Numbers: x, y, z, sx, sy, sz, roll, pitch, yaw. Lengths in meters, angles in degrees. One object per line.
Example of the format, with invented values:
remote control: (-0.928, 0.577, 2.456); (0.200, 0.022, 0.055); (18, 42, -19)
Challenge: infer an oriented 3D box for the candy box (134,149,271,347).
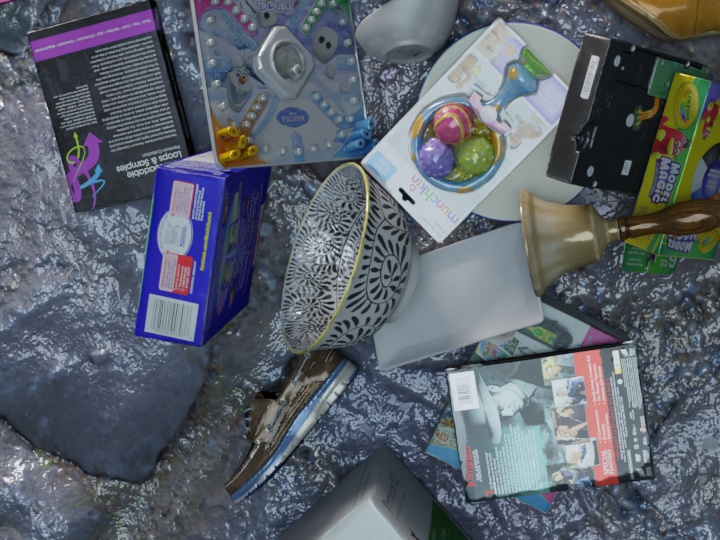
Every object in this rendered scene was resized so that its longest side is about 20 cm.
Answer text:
candy box: (-0.156, -0.029, 1.356); (0.076, 0.200, 0.171); (12, 101, 8)

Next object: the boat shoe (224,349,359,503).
boat shoe: (-0.089, 0.161, 1.452); (0.072, 0.072, 0.200); (40, 92, 4)

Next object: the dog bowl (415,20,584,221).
dog bowl: (0.154, -0.152, 1.360); (0.198, 0.079, 0.202); (1, 100, 7)

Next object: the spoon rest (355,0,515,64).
spoon rest: (0.072, -0.254, 1.304); (0.099, 0.199, 0.061); (4, 76, -35)

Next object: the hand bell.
hand bell: (0.257, -0.042, 1.269); (0.198, 0.104, 0.105); (-10, 98, 12)

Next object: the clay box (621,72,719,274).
clay box: (0.330, -0.088, 1.331); (0.047, 0.114, 0.202); (23, 104, 41)

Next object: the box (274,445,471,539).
box: (0.003, 0.328, 1.397); (0.200, 0.199, 0.171); (-43, 92, 10)

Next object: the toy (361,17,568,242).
toy: (0.105, -0.134, 1.305); (0.115, 0.047, 0.200); (45, 101, 0)

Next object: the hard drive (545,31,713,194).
hard drive: (0.265, -0.147, 1.299); (0.038, 0.199, 0.141); (24, 105, 41)

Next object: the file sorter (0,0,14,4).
file sorter: (-0.387, -0.381, 1.364); (0.137, 0.125, 0.202); (-11, 98, 8)

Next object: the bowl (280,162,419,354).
bowl: (0.000, 0.000, 1.368); (0.093, 0.201, 0.202); (18, 102, -21)

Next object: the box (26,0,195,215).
box: (-0.262, -0.173, 1.430); (0.141, 0.036, 0.202); (-12, 96, 10)

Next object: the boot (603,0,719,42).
boot: (0.348, -0.289, 1.326); (0.200, 0.071, 0.145); (28, 95, -2)

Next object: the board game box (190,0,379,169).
board game box: (-0.071, -0.207, 1.321); (0.026, 0.199, 0.202); (-8, 90, 49)

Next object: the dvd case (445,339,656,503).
dvd case: (0.195, 0.156, 1.373); (0.198, 0.022, 0.148); (-9, 97, 7)

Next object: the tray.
tray: (0.097, 0.029, 1.388); (0.199, 0.022, 0.109); (-19, 72, 30)

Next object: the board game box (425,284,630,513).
board game box: (0.177, 0.131, 1.413); (0.146, 0.064, 0.201); (26, 102, 3)

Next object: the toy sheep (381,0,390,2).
toy sheep: (0.016, -0.344, 1.322); (0.199, 0.138, 0.138); (38, 102, 1)
